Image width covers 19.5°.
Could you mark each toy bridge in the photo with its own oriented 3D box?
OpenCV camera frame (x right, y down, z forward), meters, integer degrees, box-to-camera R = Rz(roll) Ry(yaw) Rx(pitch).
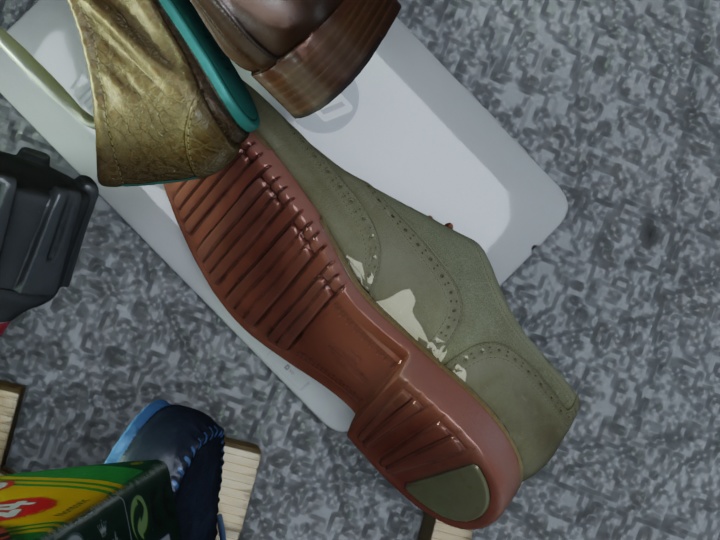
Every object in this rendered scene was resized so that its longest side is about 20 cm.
[{"bbox_3d":[-0.053,0.097,0.788,0.200,0.027,0.067,15,90,-8],"label":"toy bridge"}]

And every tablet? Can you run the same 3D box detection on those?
[{"bbox_3d":[-0.030,-0.051,0.799,0.130,0.014,0.200,-45,96,-6],"label":"tablet"}]

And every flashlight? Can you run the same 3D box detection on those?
[{"bbox_3d":[-0.144,0.055,0.729,0.068,0.068,0.200,25,104,11],"label":"flashlight"}]

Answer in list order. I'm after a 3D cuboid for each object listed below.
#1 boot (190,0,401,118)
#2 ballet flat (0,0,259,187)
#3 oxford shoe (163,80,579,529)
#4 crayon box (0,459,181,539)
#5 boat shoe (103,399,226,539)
[{"bbox_3d":[-0.052,-0.175,0.710,0.064,0.187,0.200,-30,115,36],"label":"boot"},{"bbox_3d":[-0.106,-0.117,0.721,0.072,0.068,0.200,-26,89,8],"label":"ballet flat"},{"bbox_3d":[0.000,0.000,0.774,0.074,0.071,0.200,-38,90,-37],"label":"oxford shoe"},{"bbox_3d":[-0.168,0.104,0.643,0.200,0.127,0.051,-8,96,16],"label":"crayon box"},{"bbox_3d":[-0.065,0.140,0.741,0.069,0.084,0.200,21,120,21],"label":"boat shoe"}]
